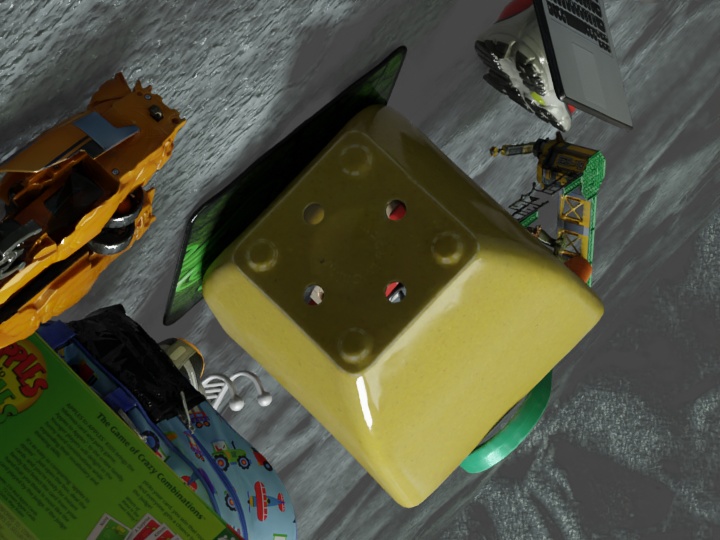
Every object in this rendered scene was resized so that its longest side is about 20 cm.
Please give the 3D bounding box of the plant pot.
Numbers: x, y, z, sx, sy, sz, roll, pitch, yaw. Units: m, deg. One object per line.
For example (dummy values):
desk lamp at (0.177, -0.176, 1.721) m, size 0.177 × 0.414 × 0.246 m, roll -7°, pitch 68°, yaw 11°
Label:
plant pot at (0.014, 0.008, 1.438) m, size 0.194 × 0.196 × 0.200 m, roll -46°, pitch 162°, yaw -1°

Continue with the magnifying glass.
magnifying glass at (0.118, 0.063, 1.571) m, size 0.080 × 0.022 × 0.200 m, roll -29°, pitch -159°, yaw 47°

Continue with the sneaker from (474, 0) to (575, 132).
sneaker at (0.138, -0.159, 1.615) m, size 0.085 × 0.077 × 0.200 m, roll -55°, pitch 171°, yaw -3°

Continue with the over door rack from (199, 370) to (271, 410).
over door rack at (-0.153, 0.162, 1.665) m, size 0.200 × 0.067 × 0.148 m, roll -49°, pitch 167°, yaw 9°

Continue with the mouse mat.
mouse mat at (-0.049, -0.054, 1.459) m, size 0.200 × 0.008 × 0.161 m, roll -40°, pitch 166°, yaw -27°

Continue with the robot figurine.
robot figurine at (-0.171, -0.004, 1.063) m, size 0.200 × 0.058 × 0.145 m, roll -40°, pitch 166°, yaw -32°

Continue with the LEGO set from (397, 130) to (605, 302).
LEGO set at (0.088, -0.020, 1.651) m, size 0.200 × 0.116 × 0.154 m, roll -43°, pitch 139°, yaw -42°

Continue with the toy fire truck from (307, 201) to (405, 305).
toy fire truck at (0.000, 0.000, 1.703) m, size 0.200 × 0.049 × 0.141 m, roll -49°, pitch 169°, yaw 10°

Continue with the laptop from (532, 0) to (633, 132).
laptop at (0.180, -0.210, 1.461) m, size 0.116 × 0.200 × 0.187 m, roll -15°, pitch 172°, yaw 19°

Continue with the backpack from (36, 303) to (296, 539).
backpack at (-0.148, 0.144, 1.291) m, size 0.183 × 0.200 × 0.135 m, roll -49°, pitch 168°, yaw 14°

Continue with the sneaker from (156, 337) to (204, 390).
sneaker at (-0.152, 0.120, 1.517) m, size 0.077 × 0.078 × 0.200 m, roll -49°, pitch 174°, yaw -41°

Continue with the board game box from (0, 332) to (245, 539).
board game box at (-0.158, 0.121, 1.172) m, size 0.102 × 0.200 × 0.048 m, roll -41°, pitch 168°, yaw -23°

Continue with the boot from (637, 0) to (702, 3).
boot at (0.270, -0.303, 1.682) m, size 0.188 × 0.068 × 0.200 m, roll -13°, pitch 138°, yaw -57°
